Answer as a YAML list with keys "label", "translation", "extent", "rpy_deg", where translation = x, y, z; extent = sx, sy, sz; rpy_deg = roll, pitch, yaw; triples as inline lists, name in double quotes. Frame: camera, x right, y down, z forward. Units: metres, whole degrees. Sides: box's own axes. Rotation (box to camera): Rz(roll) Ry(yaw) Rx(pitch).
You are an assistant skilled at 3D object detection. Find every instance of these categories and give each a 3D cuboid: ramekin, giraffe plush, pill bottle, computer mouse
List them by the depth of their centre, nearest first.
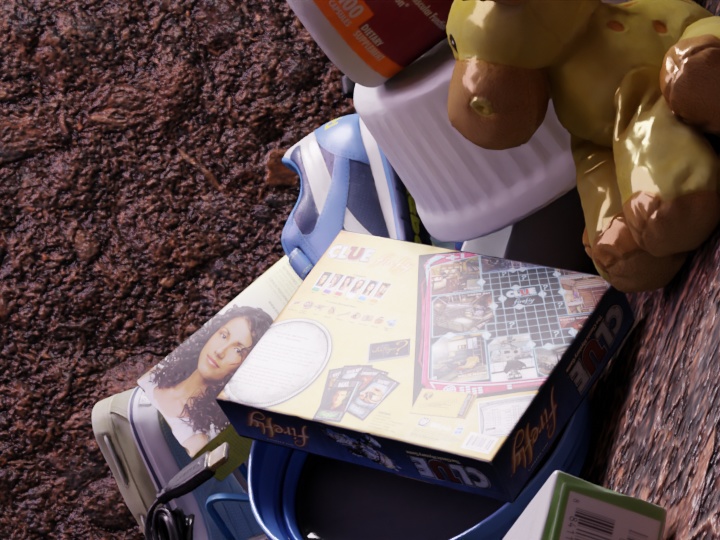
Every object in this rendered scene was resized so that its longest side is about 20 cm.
- label: "giraffe plush"
  translation: [0.115, -0.106, 1.507]
  extent: [0.173, 0.161, 0.201]
  rpy_deg: [124, 165, -67]
- label: "pill bottle"
  translation: [0.052, -0.203, 1.611]
  extent: [0.200, 0.114, 0.114]
  rpy_deg: [-36, 15, 13]
- label: "ramekin"
  translation: [0.090, -0.118, 1.676]
  extent: [0.200, 0.098, 0.201]
  rpy_deg: [-36, 18, 14]
- label: "computer mouse"
  translation: [-0.048, 0.161, 1.724]
  extent: [0.200, 0.046, 0.141]
  rpy_deg: [-35, 65, 36]

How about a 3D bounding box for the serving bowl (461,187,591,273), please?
- label: "serving bowl"
  translation: [0.095, 0.021, 1.754]
  extent: [0.200, 0.065, 0.201]
  rpy_deg: [-159, 90, -84]

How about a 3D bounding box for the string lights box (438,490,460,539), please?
- label: "string lights box"
  translation: [0.056, 0.179, 1.601]
  extent: [0.103, 0.059, 0.201]
  rpy_deg: [115, 172, -45]

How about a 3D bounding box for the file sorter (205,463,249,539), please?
- label: "file sorter"
  translation: [-0.020, 0.136, 1.860]
  extent: [0.139, 0.122, 0.201]
  rpy_deg: [62, -144, -55]

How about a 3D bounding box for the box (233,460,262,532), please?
- label: "box"
  translation: [-0.034, 0.137, 2.013]
  extent: [0.200, 0.036, 0.144]
  rpy_deg: [-33, -64, -61]

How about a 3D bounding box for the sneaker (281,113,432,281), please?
- label: "sneaker"
  translation: [0.000, 0.000, 1.734]
  extent: [0.074, 0.082, 0.201]
  rpy_deg: [41, -142, -61]

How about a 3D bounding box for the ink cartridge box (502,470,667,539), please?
- label: "ink cartridge box"
  translation: [0.079, 0.185, 1.367]
  extent: [0.200, 0.059, 0.104]
  rpy_deg: [119, 169, -60]

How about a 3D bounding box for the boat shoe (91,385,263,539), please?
- label: "boat shoe"
  translation: [-0.114, 0.161, 1.898]
  extent: [0.072, 0.062, 0.201]
  rpy_deg: [-45, -60, -52]

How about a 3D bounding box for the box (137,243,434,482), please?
- label: "box"
  translation: [-0.039, 0.038, 1.801]
  extent: [0.200, 0.075, 0.050]
  rpy_deg: [-41, -32, 0]

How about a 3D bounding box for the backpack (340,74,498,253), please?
- label: "backpack"
  translation: [0.072, -0.065, 1.939]
  extent: [0.200, 0.166, 0.127]
  rpy_deg: [-105, 16, -75]

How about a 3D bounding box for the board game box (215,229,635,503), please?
- label: "board game box"
  translation: [0.035, 0.049, 1.577]
  extent: [0.136, 0.199, 0.035]
  rpy_deg: [-53, -47, -27]

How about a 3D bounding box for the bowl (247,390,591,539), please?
- label: "bowl"
  translation: [0.035, 0.096, 1.584]
  extent: [0.039, 0.199, 0.201]
  rpy_deg: [60, -149, -37]
